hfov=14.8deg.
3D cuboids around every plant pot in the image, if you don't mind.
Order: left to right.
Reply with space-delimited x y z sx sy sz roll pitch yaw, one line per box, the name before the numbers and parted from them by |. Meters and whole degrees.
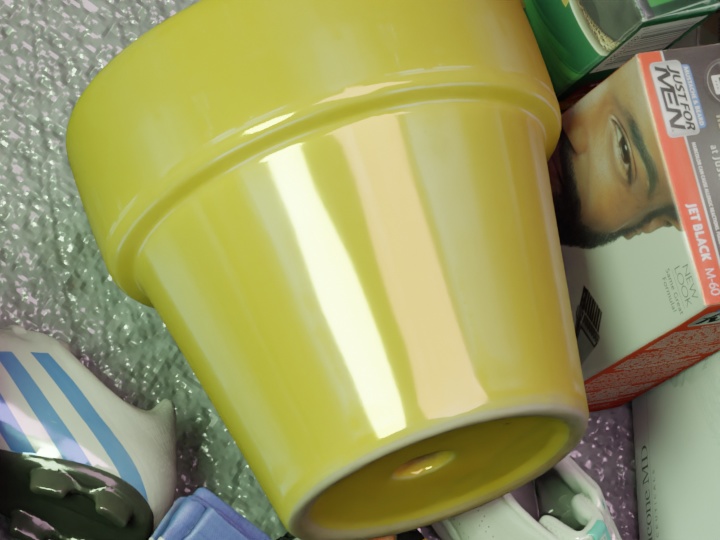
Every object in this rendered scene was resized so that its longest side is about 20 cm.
plant pot | 0.000 0.000 1.129 0.201 0.201 0.189 -9 67 -24

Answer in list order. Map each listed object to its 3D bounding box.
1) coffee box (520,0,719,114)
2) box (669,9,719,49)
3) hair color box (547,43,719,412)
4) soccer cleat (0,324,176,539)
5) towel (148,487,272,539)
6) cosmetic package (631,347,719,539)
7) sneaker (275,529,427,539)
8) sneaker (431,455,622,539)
coffee box | 0.079 -0.131 1.221 0.044 0.200 0.123 -16 81 -23
box | 0.231 -0.100 1.340 0.200 0.078 0.095 8 70 -20
hair color box | 0.114 -0.012 1.195 0.064 0.200 0.111 -8 76 -24
soccer cleat | -0.167 0.051 1.144 0.200 0.070 0.086 27 43 -10
towel | -0.077 0.200 1.095 0.145 0.024 0.200 42 80 -31
cosmetic package | 0.211 0.039 1.218 0.123 0.200 0.199 4 71 -18
sneaker | -0.040 0.169 1.146 0.200 0.070 0.090 -32 84 -29
sneaker | 0.092 0.135 1.202 0.075 0.088 0.200 -33 88 -29
